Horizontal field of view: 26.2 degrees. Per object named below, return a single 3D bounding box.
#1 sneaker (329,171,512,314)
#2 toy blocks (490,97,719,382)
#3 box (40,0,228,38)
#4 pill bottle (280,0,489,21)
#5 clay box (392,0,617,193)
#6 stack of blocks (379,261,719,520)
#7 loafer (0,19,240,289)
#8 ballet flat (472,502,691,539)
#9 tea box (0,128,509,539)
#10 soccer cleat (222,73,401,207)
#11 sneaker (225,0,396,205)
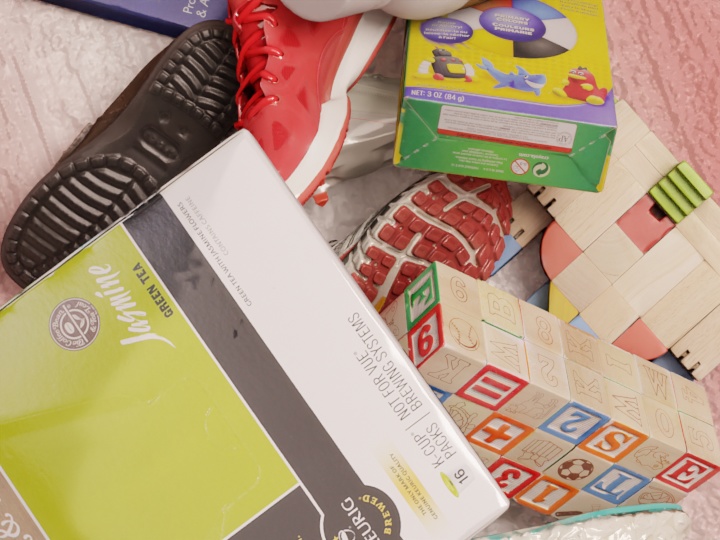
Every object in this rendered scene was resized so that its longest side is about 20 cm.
[{"bbox_3d":[0.000,0.000,0.893,0.199,0.082,0.078,-38,123,-1],"label":"sneaker"},{"bbox_3d":[0.152,0.003,0.911,0.137,0.100,0.200,-42,85,4],"label":"toy blocks"},{"bbox_3d":[-0.136,-0.212,0.948,0.198,0.032,0.123,14,82,0],"label":"box"},{"bbox_3d":[0.045,-0.197,0.828,0.199,0.114,0.115,-22,83,-36],"label":"pill bottle"},{"bbox_3d":[0.081,-0.124,0.877,0.113,0.048,0.201,7,38,-1],"label":"clay box"},{"bbox_3d":[0.087,0.084,0.854,0.199,0.115,0.059,24,41,-26],"label":"stack of blocks"},{"bbox_3d":[-0.132,-0.064,0.914,0.200,0.071,0.073,-45,106,6],"label":"loafer"},{"bbox_3d":[0.086,0.171,0.835,0.197,0.072,0.073,-5,82,-10],"label":"ballet flat"},{"bbox_3d":[-0.068,0.082,0.708,0.196,0.134,0.201,-35,84,-3],"label":"tea box"},{"bbox_3d":[0.013,-0.093,0.923,0.198,0.069,0.078,-17,66,-8],"label":"soccer cleat"},{"bbox_3d":[-0.059,-0.117,0.838,0.115,0.078,0.201,40,49,-24],"label":"sneaker"}]
